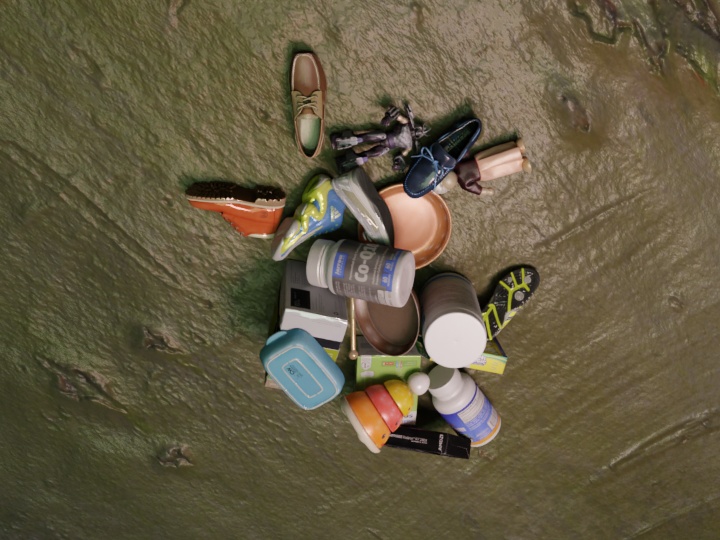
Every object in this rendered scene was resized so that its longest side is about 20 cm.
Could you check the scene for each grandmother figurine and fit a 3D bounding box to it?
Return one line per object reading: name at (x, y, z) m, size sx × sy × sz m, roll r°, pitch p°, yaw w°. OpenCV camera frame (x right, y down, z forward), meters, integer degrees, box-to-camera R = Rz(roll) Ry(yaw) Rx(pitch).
grandmother figurine at (0.233, -0.206, 1.447) m, size 0.198 × 0.061 × 0.122 m, roll -20°, pitch 87°, yaw 3°

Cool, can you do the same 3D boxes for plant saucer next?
plant saucer at (0.061, 0.082, 1.546) m, size 0.034 × 0.200 × 0.202 m, roll -18°, pitch 128°, yaw -40°
plant saucer at (0.091, -0.094, 1.514) m, size 0.198 × 0.038 × 0.202 m, roll -2°, pitch 118°, yaw -4°

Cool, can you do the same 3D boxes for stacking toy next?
stacking toy at (0.067, 0.289, 1.589) m, size 0.199 × 0.146 × 0.147 m, roll -35°, pitch 117°, yaw -2°

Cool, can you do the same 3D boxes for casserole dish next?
casserole dish at (-0.114, 0.203, 1.432) m, size 0.120 × 0.039 × 0.201 m, roll -31°, pitch 116°, yaw 12°

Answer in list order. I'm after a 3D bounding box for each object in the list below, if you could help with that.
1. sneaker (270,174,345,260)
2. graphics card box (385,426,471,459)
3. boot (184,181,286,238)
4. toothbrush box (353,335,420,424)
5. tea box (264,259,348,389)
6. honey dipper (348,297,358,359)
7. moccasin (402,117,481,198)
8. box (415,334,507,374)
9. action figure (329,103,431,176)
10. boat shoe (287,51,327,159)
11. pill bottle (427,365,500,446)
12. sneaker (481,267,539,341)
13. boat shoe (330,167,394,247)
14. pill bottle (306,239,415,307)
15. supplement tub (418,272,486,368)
sneaker at (-0.095, -0.089, 1.467) m, size 0.105 × 0.076 × 0.201 m, roll 31°, pitch 99°, yaw -26°
graphics card box at (0.145, 0.401, 1.699) m, size 0.198 × 0.051 × 0.125 m, roll 0°, pitch 162°, yaw 37°
boot at (-0.255, -0.116, 1.457) m, size 0.198 × 0.075 × 0.108 m, roll 8°, pitch 123°, yaw -10°
toothbrush box at (0.059, 0.255, 1.675) m, size 0.144 × 0.086 × 0.202 m, roll -1°, pitch 118°, yaw -3°
tea box at (-0.117, 0.119, 1.521) m, size 0.132 × 0.201 × 0.198 m, roll 13°, pitch 118°, yaw -12°
honey dipper at (-0.018, 0.094, 1.572) m, size 0.038 × 0.038 × 0.202 m, roll -1°, pitch 100°, yaw -4°
moccasin at (0.154, -0.226, 1.396) m, size 0.080 × 0.068 × 0.200 m, roll 40°, pitch 87°, yaw 0°
box at (0.218, 0.169, 1.622) m, size 0.198 × 0.118 × 0.049 m, roll 10°, pitch 110°, yaw -9°
action figure at (0.044, -0.248, 1.409) m, size 0.198 × 0.070 × 0.131 m, roll -16°, pitch 114°, yaw 1°
boat shoe at (-0.095, -0.306, 1.361) m, size 0.075 × 0.074 × 0.202 m, roll -5°, pitch 119°, yaw -2°
pill bottle at (0.238, 0.313, 1.706) m, size 0.112 × 0.112 × 0.200 m, roll -33°, pitch 116°, yaw 13°
sneaker at (0.318, 0.072, 1.611) m, size 0.075 × 0.076 × 0.200 m, roll 44°, pitch 93°, yaw 11°
boat shoe at (0.012, -0.115, 1.431) m, size 0.064 × 0.075 × 0.202 m, roll -14°, pitch 135°, yaw 23°
pill bottle at (0.000, 0.000, 1.442) m, size 0.198 × 0.114 × 0.115 m, roll 10°, pitch 121°, yaw 19°
supplement tub at (0.191, 0.100, 1.528) m, size 0.130 × 0.200 × 0.133 m, roll 1°, pitch 113°, yaw 2°
